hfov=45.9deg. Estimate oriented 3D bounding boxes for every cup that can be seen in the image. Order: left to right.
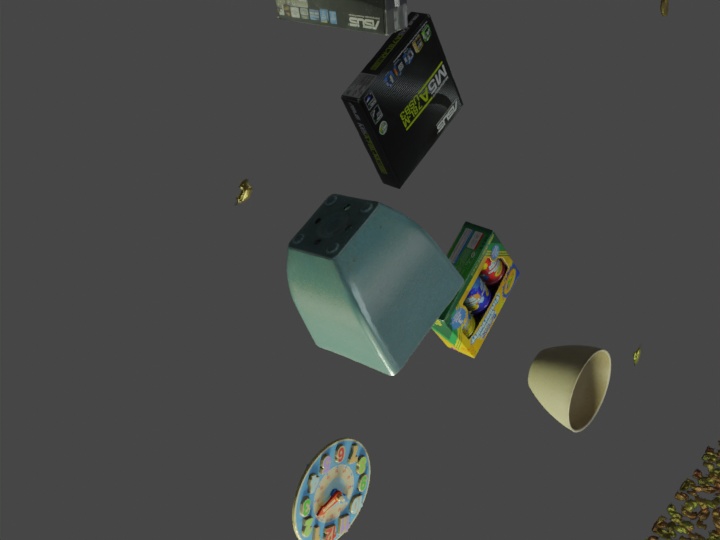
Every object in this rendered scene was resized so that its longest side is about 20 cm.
[{"bbox_3d":[0.483,0.258,2.014,0.199,0.142,0.204,-25,125,-41],"label":"cup"}]

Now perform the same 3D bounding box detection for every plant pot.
[{"bbox_3d":[0.000,0.000,1.286,0.197,0.195,0.201,-51,129,-21],"label":"plant pot"}]

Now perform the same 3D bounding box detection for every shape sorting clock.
[{"bbox_3d":[-0.047,0.398,1.519,0.198,0.039,0.204,-25,125,-42],"label":"shape sorting clock"}]

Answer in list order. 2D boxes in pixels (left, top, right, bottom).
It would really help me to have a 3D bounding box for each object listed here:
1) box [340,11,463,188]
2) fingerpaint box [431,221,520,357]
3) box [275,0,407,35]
[{"bbox_3d":[0.072,-0.270,1.356,0.201,0.047,0.194,-52,137,-20],"label":"box"},{"bbox_3d":[0.213,0.039,1.644,0.202,0.073,0.167,-59,141,-13],"label":"fingerpaint box"},{"bbox_3d":[-0.032,-0.388,1.053,0.049,0.198,0.164,-33,131,-37],"label":"box"}]
